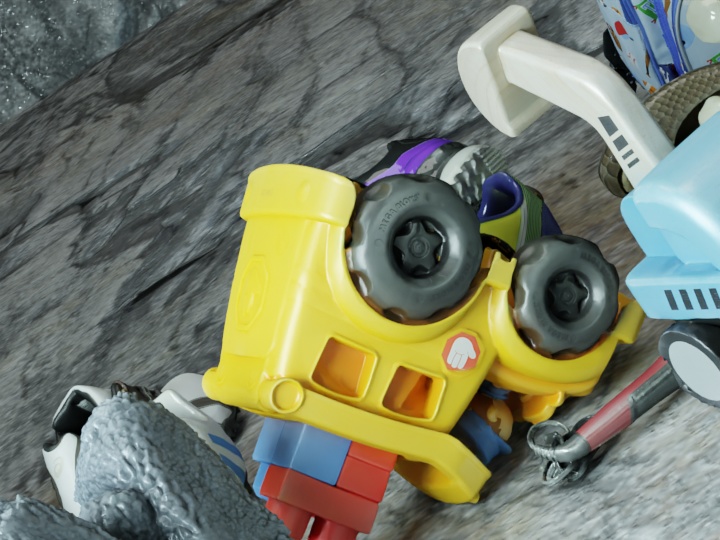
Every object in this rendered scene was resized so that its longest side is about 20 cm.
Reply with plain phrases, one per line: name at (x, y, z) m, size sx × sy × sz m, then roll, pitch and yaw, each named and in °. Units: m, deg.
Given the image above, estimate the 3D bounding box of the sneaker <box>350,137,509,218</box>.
sneaker at (0.000, 0.000, 1.502) m, size 0.099 × 0.070 × 0.200 m, roll 20°, pitch 65°, yaw 38°

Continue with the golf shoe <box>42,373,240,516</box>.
golf shoe at (-0.137, 0.096, 1.560) m, size 0.078 × 0.095 × 0.200 m, roll -29°, pitch 14°, yaw 22°

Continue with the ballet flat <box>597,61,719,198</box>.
ballet flat at (0.232, -0.098, 1.477) m, size 0.200 × 0.067 × 0.046 m, roll -30°, pitch 47°, yaw 3°

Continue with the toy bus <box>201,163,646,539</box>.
toy bus at (0.023, 0.056, 1.267) m, size 0.136 × 0.200 × 0.192 m, roll -1°, pitch 71°, yaw 66°

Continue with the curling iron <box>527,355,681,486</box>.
curling iron at (0.158, 0.039, 1.240) m, size 0.200 × 0.026 × 0.050 m, roll -38°, pitch 18°, yaw -17°

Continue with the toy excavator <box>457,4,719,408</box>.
toy excavator at (0.150, -0.043, 1.174) m, size 0.100 × 0.200 × 0.194 m, roll -39°, pitch 16°, yaw -21°

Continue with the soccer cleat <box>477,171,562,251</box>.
soccer cleat at (0.048, 0.018, 1.430) m, size 0.065 × 0.084 × 0.200 m, roll -18°, pitch 22°, yaw 46°

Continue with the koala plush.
koala plush at (-0.122, 0.199, 1.137) m, size 0.200 × 0.184 × 0.177 m, roll -50°, pitch -4°, yaw 30°

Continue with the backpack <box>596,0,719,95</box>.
backpack at (0.225, -0.198, 1.538) m, size 0.200 × 0.191 × 0.154 m, roll -35°, pitch 31°, yaw -3°

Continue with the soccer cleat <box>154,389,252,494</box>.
soccer cleat at (-0.103, 0.127, 1.397) m, size 0.070 × 0.086 × 0.200 m, roll -33°, pitch 15°, yaw 4°

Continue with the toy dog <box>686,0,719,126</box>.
toy dog at (0.268, -0.110, 1.328) m, size 0.194 × 0.140 × 0.200 m, roll 7°, pitch 22°, yaw 7°

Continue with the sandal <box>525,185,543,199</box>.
sandal at (0.034, 0.004, 1.561) m, size 0.200 × 0.055 × 0.082 m, roll -37°, pitch 15°, yaw -12°
